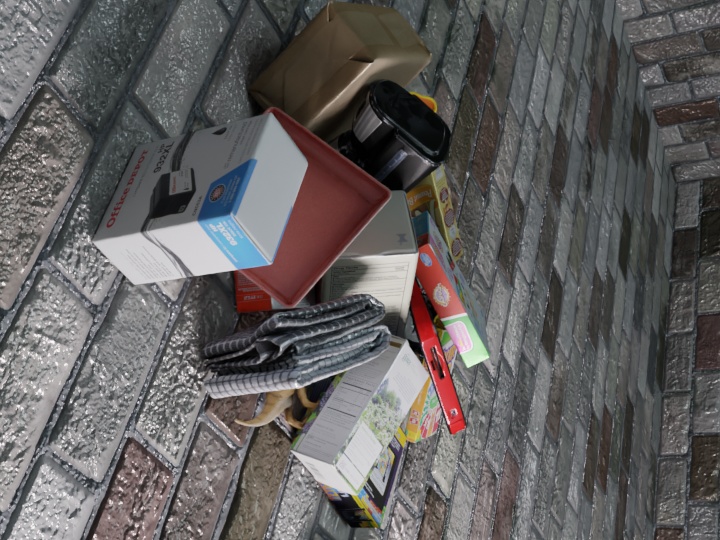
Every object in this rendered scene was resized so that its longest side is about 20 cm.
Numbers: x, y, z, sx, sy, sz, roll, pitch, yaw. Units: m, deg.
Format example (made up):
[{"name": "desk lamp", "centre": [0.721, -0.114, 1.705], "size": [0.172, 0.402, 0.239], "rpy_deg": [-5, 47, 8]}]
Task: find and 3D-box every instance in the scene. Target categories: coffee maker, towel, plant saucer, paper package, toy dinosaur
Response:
[{"name": "coffee maker", "centre": [0.034, -0.139, 1.383], "size": [0.190, 0.200, 0.136], "rpy_deg": [23, 44, -31]}, {"name": "towel", "centre": [-0.082, 0.088, 1.220], "size": [0.198, 0.164, 0.087], "rpy_deg": [-15, 91, -49]}, {"name": "plant saucer", "centre": [-0.096, -0.074, 1.205], "size": [0.200, 0.198, 0.037], "rpy_deg": [-48, 165, -21]}, {"name": "paper package", "centre": [-0.026, -0.271, 1.386], "size": [0.104, 0.190, 0.199], "rpy_deg": [53, 28, 8]}, {"name": "toy dinosaur", "centre": [-0.105, 0.168, 1.321], "size": [0.106, 0.060, 0.201], "rpy_deg": [39, 41, -14]}]

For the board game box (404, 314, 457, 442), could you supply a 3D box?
[{"name": "board game box", "centre": [0.119, 0.168, 1.583], "size": [0.095, 0.030, 0.204], "rpy_deg": [-1, 104, -65]}]

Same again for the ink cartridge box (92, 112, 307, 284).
[{"name": "ink cartridge box", "centre": [-0.174, -0.075, 1.078], "size": [0.084, 0.197, 0.147], "rpy_deg": [51, 43, -41]}]

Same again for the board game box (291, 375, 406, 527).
[{"name": "board game box", "centre": [-0.012, 0.249, 1.455], "size": [0.201, 0.056, 0.167], "rpy_deg": [60, 35, -34]}]

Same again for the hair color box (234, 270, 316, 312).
[{"name": "hair color box", "centre": [-0.117, -0.049, 1.315], "size": [0.110, 0.063, 0.204], "rpy_deg": [1, 85, -61]}]

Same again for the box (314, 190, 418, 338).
[{"name": "box", "centre": [0.000, 0.000, 1.349], "size": [0.202, 0.125, 0.110], "rpy_deg": [97, -13, -51]}]

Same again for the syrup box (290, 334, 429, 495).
[{"name": "syrup box", "centre": [0.002, 0.186, 1.325], "size": [0.201, 0.081, 0.079], "rpy_deg": [-57, 134, -25]}]

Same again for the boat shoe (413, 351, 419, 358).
[{"name": "boat shoe", "centre": [0.050, 0.179, 1.545], "size": [0.201, 0.064, 0.073], "rpy_deg": [90, 23, -57]}]

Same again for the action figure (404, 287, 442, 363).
[{"name": "action figure", "centre": [0.092, 0.096, 1.631], "size": [0.120, 0.100, 0.202], "rpy_deg": [-63, 153, -42]}]

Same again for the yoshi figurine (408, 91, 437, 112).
[{"name": "yoshi figurine", "centre": [0.064, -0.179, 1.531], "size": [0.111, 0.200, 0.114], "rpy_deg": [-17, 75, -27]}]

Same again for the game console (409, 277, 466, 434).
[{"name": "game console", "centre": [0.101, 0.116, 1.422], "size": [0.177, 0.031, 0.203], "rpy_deg": [-107, 179, -66]}]

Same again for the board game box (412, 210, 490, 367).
[{"name": "board game box", "centre": [0.131, 0.025, 1.508], "size": [0.202, 0.040, 0.153], "rpy_deg": [60, 13, -16]}]

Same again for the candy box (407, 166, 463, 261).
[{"name": "candy box", "centre": [0.090, -0.106, 1.646], "size": [0.055, 0.114, 0.203], "rpy_deg": [-38, 117, -56]}]
